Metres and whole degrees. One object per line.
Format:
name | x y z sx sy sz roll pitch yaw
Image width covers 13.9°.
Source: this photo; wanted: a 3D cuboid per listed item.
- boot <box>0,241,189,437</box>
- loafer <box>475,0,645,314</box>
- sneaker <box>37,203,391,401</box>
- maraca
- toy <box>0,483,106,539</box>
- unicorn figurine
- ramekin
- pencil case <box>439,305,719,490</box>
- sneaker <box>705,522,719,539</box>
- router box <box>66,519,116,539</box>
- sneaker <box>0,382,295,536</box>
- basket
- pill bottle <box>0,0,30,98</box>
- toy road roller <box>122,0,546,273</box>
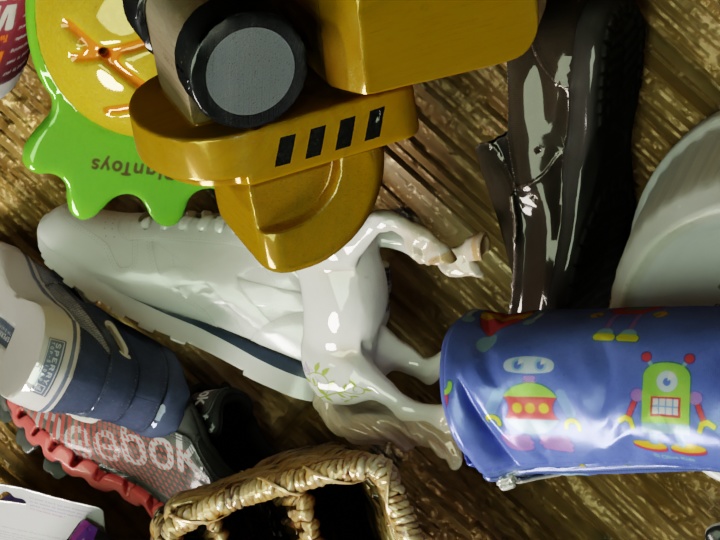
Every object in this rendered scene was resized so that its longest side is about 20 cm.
boot | -0.161 0.043 1.608 0.090 0.200 0.073 21 99 -24
loafer | 0.095 -0.049 1.469 0.071 0.073 0.200 18 114 26
sneaker | -0.077 -0.003 1.583 0.200 0.076 0.081 22 110 12
maraca | -0.104 -0.117 1.495 0.137 0.107 0.200 6 111 -15
toy | -0.190 0.174 1.717 0.115 0.047 0.200 10 137 10
unicorn figurine | 0.000 0.000 1.490 0.137 0.074 0.200 9 101 30
ramekin | 0.212 0.021 1.422 0.202 0.094 0.203 13 121 22
pencil case | 0.132 0.059 1.376 0.200 0.078 0.087 -2 84 29
sneaker | 0.247 0.142 1.432 0.200 0.080 0.074 -15 74 54
router box | -0.145 0.252 1.670 0.149 0.051 0.200 34 127 -2
sneaker | -0.113 0.089 1.642 0.200 0.071 0.098 33 113 17
basket | -0.030 0.200 1.523 0.143 0.149 0.200 -18 94 -10
pill bottle | -0.216 -0.153 1.543 0.109 0.110 0.200 31 125 10
toy road roller | -0.013 -0.089 1.414 0.200 0.123 0.146 -16 118 -15
